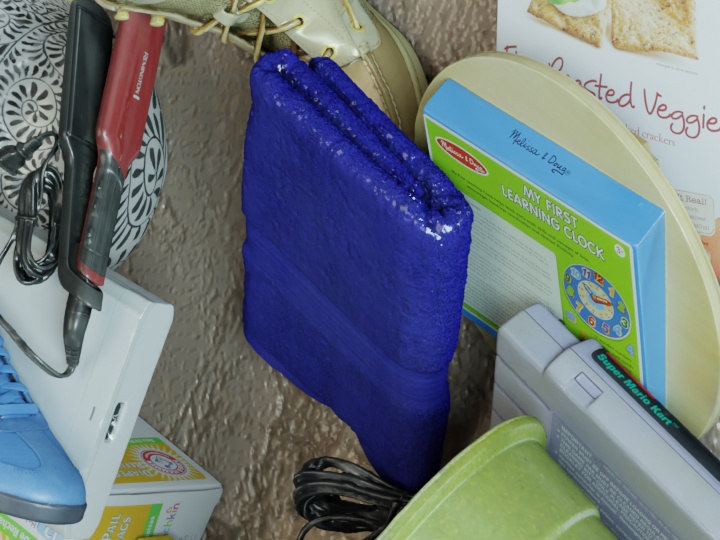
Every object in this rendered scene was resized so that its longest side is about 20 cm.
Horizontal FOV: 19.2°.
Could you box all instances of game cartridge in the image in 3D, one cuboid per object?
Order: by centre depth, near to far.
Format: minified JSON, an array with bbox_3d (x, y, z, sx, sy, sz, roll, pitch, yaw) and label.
[{"bbox_3d":[0.131,0.116,0.933,0.200,0.038,0.130,46,150,30],"label":"game cartridge"}]

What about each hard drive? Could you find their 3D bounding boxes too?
[{"bbox_3d":[-0.192,0.040,1.137,0.200,0.026,0.132,27,101,37],"label":"hard drive"}]

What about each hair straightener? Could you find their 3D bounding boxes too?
[{"bbox_3d":[-0.150,-0.044,1.087,0.077,0.041,0.200,1,80,30],"label":"hair straightener"}]

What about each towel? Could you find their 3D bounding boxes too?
[{"bbox_3d":[0.000,0.000,1.031,0.148,0.050,0.200,43,149,29],"label":"towel"}]

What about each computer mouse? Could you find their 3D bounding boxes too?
[{"bbox_3d":[0.021,0.200,1.057,0.138,0.053,0.200,12,98,34],"label":"computer mouse"}]

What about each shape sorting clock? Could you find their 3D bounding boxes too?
[{"bbox_3d":[0.092,-0.007,0.948,0.200,0.039,0.200,44,154,28],"label":"shape sorting clock"}]

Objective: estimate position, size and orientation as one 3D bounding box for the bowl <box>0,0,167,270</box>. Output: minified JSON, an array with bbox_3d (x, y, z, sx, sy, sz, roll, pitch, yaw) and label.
[{"bbox_3d":[-0.173,-0.065,1.206,0.201,0.094,0.201,-2,87,40],"label":"bowl"}]

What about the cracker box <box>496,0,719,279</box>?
[{"bbox_3d":[0.127,-0.111,0.935,0.134,0.058,0.200,21,121,40],"label":"cracker box"}]

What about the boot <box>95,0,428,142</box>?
[{"bbox_3d":[-0.054,-0.124,1.065,0.073,0.155,0.200,-38,65,33],"label":"boot"}]

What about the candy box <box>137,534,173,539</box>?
[{"bbox_3d":[-0.073,0.235,1.092,0.200,0.026,0.102,42,118,42],"label":"candy box"}]

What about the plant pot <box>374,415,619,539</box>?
[{"bbox_3d":[0.086,0.195,0.878,0.190,0.200,0.200,36,112,18],"label":"plant pot"}]

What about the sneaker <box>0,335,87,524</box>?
[{"bbox_3d":[-0.204,0.058,1.086,0.200,0.066,0.078,32,101,36],"label":"sneaker"}]

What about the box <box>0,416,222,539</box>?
[{"bbox_3d":[-0.191,0.120,1.211,0.200,0.101,0.113,34,109,36],"label":"box"}]
